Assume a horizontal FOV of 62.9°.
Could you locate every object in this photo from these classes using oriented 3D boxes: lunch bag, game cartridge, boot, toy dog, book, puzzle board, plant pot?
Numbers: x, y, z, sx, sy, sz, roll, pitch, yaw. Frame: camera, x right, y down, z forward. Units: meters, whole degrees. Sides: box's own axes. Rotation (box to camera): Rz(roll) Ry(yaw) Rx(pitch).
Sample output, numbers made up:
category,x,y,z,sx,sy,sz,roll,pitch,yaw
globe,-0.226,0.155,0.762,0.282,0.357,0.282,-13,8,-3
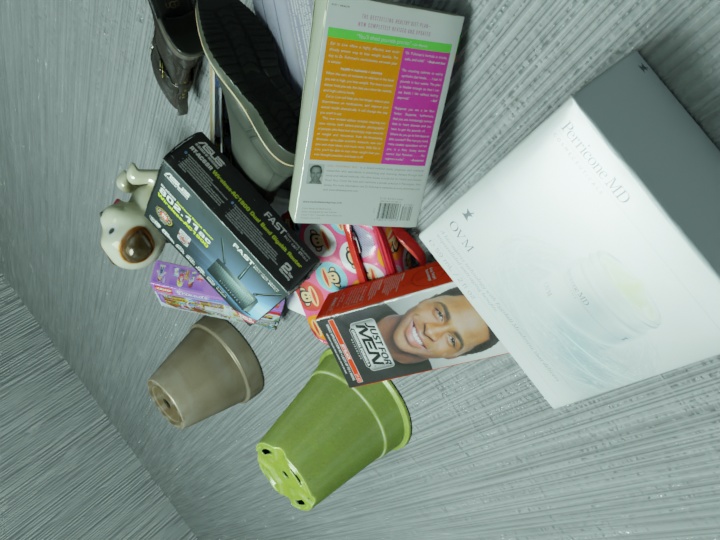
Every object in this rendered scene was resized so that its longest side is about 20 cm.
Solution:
category,x,y,z,sx,sy,sz,roll,pitch,yaw
lunch bag,0.000,0.000,0.732,0.174,0.082,0.203,-3,119,30
game cartridge,-0.054,-0.232,0.598,0.128,0.038,0.203,4,110,46
boot,-0.262,-0.328,0.782,0.174,0.068,0.203,-15,90,65
toy dog,-0.311,-0.080,0.919,0.138,0.199,0.196,7,123,45
book,0.012,-0.139,0.545,0.048,0.131,0.203,-121,37,-56
puzzle board,-0.187,-0.204,0.761,0.152,0.017,0.202,-106,21,-46
plant pot,-0.056,0.255,0.910,0.199,0.189,0.202,28,136,31
boot,-0.133,-0.177,0.642,0.202,0.077,0.138,64,147,8
plant pot,-0.323,0.219,1.190,0.198,0.173,0.202,27,136,29

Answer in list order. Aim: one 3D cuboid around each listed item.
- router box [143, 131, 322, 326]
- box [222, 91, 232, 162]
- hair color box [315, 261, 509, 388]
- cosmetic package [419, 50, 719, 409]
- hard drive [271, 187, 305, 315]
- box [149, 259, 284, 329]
category,x,y,z,sx,sy,sz,roll,pitch,yaw
router box,-0.156,-0.039,0.694,0.200,0.062,0.150,47,147,-5
box,-0.128,-0.202,0.736,0.070,0.064,0.202,38,141,20
hair color box,0.061,0.056,0.659,0.197,0.061,0.103,-18,112,22
cosmetic package,0.189,-0.021,0.482,0.200,0.123,0.200,51,142,4
hard drive,-0.077,-0.017,0.857,0.131,0.025,0.203,18,130,38
box,-0.220,0.042,0.928,0.197,0.040,0.137,13,161,-8
